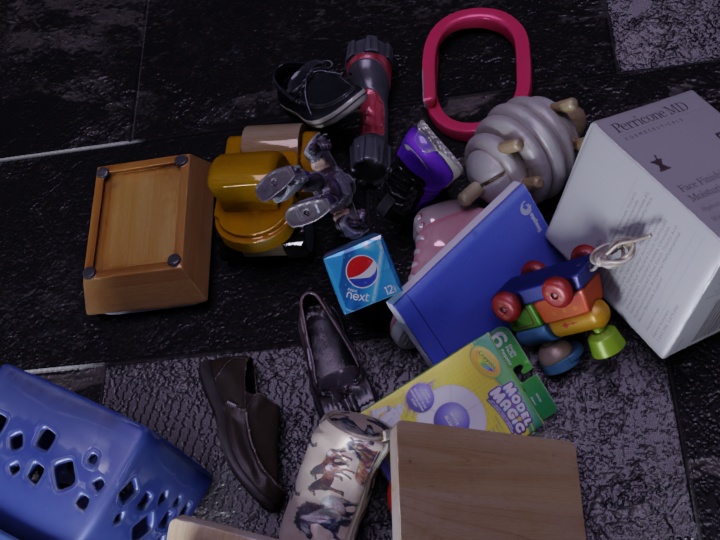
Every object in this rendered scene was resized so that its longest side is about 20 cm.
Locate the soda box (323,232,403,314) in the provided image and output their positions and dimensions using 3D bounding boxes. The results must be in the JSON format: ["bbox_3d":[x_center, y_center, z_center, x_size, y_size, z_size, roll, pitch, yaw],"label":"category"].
[{"bbox_3d":[0.000,0.000,1.179,0.067,0.200,0.065,-22,92,-1],"label":"soda box"}]

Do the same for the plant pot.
[{"bbox_3d":[-0.301,0.237,1.116,0.198,0.200,0.181,20,71,22],"label":"plant pot"}]

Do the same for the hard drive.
[{"bbox_3d":[0.135,0.017,1.182,0.200,0.132,0.025,-43,29,-13],"label":"hard drive"}]

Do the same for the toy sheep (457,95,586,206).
[{"bbox_3d":[0.189,-0.137,1.254,0.199,0.139,0.138,-32,57,-23],"label":"toy sheep"}]

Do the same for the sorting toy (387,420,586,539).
[{"bbox_3d":[0.116,0.261,1.033,0.197,0.070,0.201,10,60,-18],"label":"sorting toy"}]

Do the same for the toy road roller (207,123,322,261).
[{"bbox_3d":[-0.119,-0.114,1.303,0.121,0.146,0.202,-2,60,11],"label":"toy road roller"}]

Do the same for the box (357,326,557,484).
[{"bbox_3d":[0.103,0.154,1.132,0.199,0.048,0.118,-32,83,-8],"label":"box"}]

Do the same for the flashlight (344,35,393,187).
[{"bbox_3d":[0.011,-0.207,1.371,0.067,0.068,0.202,7,56,-8],"label":"flashlight"}]

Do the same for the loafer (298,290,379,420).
[{"bbox_3d":[-0.030,0.113,1.199,0.071,0.063,0.201,-23,58,-1],"label":"loafer"}]

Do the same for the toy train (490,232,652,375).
[{"bbox_3d":[0.239,0.039,1.104,0.199,0.117,0.085,-20,15,47],"label":"toy train"}]

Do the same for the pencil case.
[{"bbox_3d":[-0.028,0.237,1.072,0.089,0.078,0.202,22,95,26],"label":"pencil case"}]

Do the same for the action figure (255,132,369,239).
[{"bbox_3d":[-0.041,-0.092,1.240,0.069,0.200,0.131,-35,87,21],"label":"action figure"}]

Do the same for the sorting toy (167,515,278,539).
[{"bbox_3d":[-0.116,0.359,1.013,0.196,0.069,0.203,9,92,18],"label":"sorting toy"}]

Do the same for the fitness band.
[{"bbox_3d":[0.152,-0.256,1.392,0.142,0.038,0.202,-2,61,9],"label":"fitness band"}]

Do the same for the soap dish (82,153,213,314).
[{"bbox_3d":[-0.265,-0.049,1.338,0.155,0.081,0.202,-6,60,9],"label":"soap dish"}]

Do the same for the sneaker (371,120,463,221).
[{"bbox_3d":[0.058,-0.100,1.235,0.099,0.200,0.070,-40,80,-4],"label":"sneaker"}]

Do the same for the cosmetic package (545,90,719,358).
[{"bbox_3d":[0.334,-0.053,1.124,0.163,0.166,0.200,-19,54,-31],"label":"cosmetic package"}]

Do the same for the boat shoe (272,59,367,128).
[{"bbox_3d":[-0.058,-0.229,1.356,0.074,0.063,0.200,-39,29,-13],"label":"boat shoe"}]

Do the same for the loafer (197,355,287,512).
[{"bbox_3d":[-0.120,0.169,1.180,0.071,0.073,0.201,-27,58,-1],"label":"loafer"}]

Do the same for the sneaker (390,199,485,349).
[{"bbox_3d":[0.082,-0.003,1.237,0.104,0.076,0.200,34,70,30],"label":"sneaker"}]
